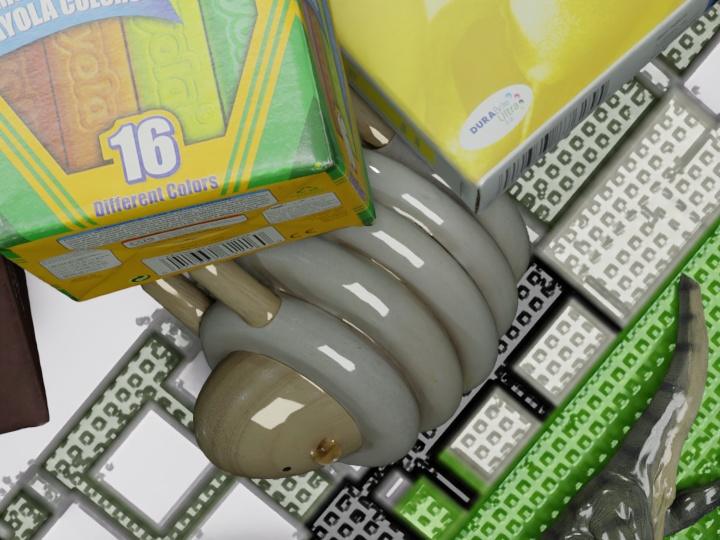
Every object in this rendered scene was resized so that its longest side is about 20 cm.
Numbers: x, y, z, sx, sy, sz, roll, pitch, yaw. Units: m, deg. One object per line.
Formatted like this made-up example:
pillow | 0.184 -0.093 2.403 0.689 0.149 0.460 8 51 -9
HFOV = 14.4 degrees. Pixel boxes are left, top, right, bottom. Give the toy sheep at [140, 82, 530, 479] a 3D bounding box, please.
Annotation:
toy sheep | 0.000 0.000 1.128 0.138 0.138 0.200 39 69 -9

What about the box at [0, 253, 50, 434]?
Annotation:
box | -0.236 -0.023 1.059 0.200 0.164 0.166 -15 118 -4

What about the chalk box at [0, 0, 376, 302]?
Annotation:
chalk box | -0.080 -0.106 1.018 0.124 0.124 0.200 -15 80 5

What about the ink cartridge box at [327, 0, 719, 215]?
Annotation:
ink cartridge box | 0.049 -0.157 1.110 0.198 0.047 0.200 -42 81 -12

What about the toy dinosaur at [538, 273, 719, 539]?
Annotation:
toy dinosaur | 0.122 0.109 1.195 0.088 0.047 0.200 31 88 -2
